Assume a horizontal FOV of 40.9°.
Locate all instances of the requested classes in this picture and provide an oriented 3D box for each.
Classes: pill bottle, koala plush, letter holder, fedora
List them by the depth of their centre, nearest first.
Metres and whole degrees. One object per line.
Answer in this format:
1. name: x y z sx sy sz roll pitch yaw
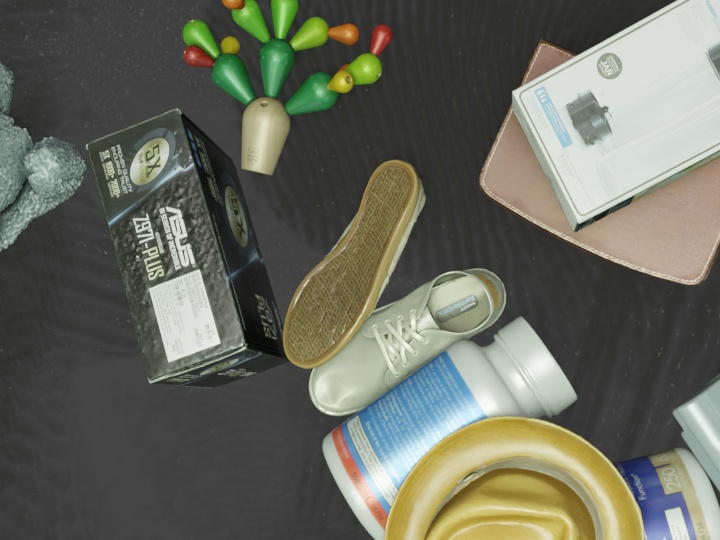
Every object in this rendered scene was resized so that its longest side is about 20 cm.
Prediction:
1. fedora: 0.102 0.203 0.685 0.196 0.082 0.206 -2 85 16
2. pill bottle: 0.182 0.220 0.768 0.196 0.116 0.118 -15 80 6
3. pill bottle: 0.076 0.129 0.798 0.198 0.112 0.113 -36 79 3
4. letter holder: 0.212 -0.078 0.814 0.197 0.101 0.145 25 88 11
5. koala plush: -0.383 -0.104 0.855 0.184 0.200 0.177 -45 79 0

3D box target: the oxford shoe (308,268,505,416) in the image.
1. oxford shoe: 0.038 0.059 0.843 0.198 0.058 0.076 -31 81 5

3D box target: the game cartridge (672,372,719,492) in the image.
1. game cartridge: 0.348 0.116 0.754 0.198 0.042 0.134 -29 74 -26

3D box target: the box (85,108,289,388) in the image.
1. box: -0.140 -0.010 0.824 0.084 0.164 0.204 -19 79 5

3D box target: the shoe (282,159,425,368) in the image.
1. shoe: 0.000 0.000 0.858 0.069 0.053 0.202 31 89 22

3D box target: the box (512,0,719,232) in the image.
1. box: 0.227 -0.129 0.735 0.197 0.060 0.119 -26 82 7

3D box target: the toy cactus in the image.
1. toy cactus: -0.077 -0.173 0.882 0.195 0.102 0.169 11 93 1
